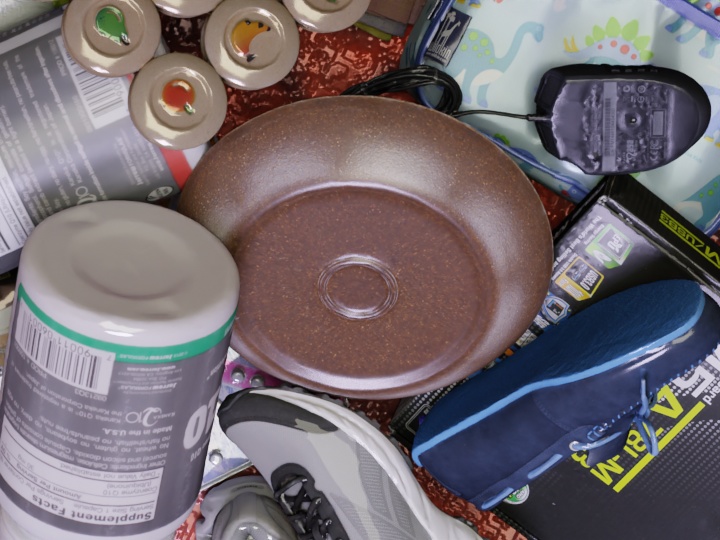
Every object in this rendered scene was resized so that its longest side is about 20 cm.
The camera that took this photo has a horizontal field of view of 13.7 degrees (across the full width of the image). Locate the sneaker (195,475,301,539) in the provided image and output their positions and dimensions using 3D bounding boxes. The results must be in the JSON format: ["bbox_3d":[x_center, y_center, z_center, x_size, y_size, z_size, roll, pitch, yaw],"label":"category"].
[{"bbox_3d":[-0.050,0.217,1.654,0.075,0.081,0.200,-13,99,-5],"label":"sneaker"}]

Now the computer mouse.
[{"bbox_3d":[0.084,-0.084,1.575,0.200,0.034,0.059,2,114,-1],"label":"computer mouse"}]

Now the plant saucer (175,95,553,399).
[{"bbox_3d":[0.000,0.000,1.558,0.200,0.037,0.201,3,130,3],"label":"plant saucer"}]

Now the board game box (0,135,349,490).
[{"bbox_3d":[-0.136,0.037,1.653,0.200,0.026,0.200,-27,98,-1],"label":"board game box"}]

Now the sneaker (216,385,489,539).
[{"bbox_3d":[-0.002,0.139,1.609,0.200,0.074,0.079,44,58,-5],"label":"sneaker"}]

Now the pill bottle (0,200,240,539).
[{"bbox_3d":[-0.132,0.073,1.555,0.113,0.113,0.200,10,126,-5],"label":"pill bottle"}]

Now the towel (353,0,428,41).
[{"bbox_3d":[0.005,-0.232,1.605,0.144,0.023,0.200,17,97,-36],"label":"towel"}]

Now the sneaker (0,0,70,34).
[{"bbox_3d":[-0.170,-0.185,1.612,0.200,0.076,0.105,-24,80,-1],"label":"sneaker"}]

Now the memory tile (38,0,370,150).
[{"bbox_3d":[-0.071,-0.169,1.526,0.200,0.017,0.153,-41,94,-15],"label":"memory tile"}]

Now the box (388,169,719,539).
[{"bbox_3d":[0.149,0.073,1.631,0.193,0.048,0.200,39,119,-6],"label":"box"}]

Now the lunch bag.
[{"bbox_3d":[0.134,-0.119,1.629,0.200,0.082,0.161,31,91,-8],"label":"lunch bag"}]

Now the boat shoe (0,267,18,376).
[{"bbox_3d":[-0.220,0.047,1.604,0.200,0.072,0.076,-15,110,-2],"label":"boat shoe"}]

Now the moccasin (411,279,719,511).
[{"bbox_3d":[0.118,0.066,1.575,0.200,0.080,0.068,-28,111,40],"label":"moccasin"}]

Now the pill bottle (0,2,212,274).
[{"bbox_3d":[-0.186,-0.062,1.574,0.200,0.116,0.116,-24,98,0],"label":"pill bottle"}]
